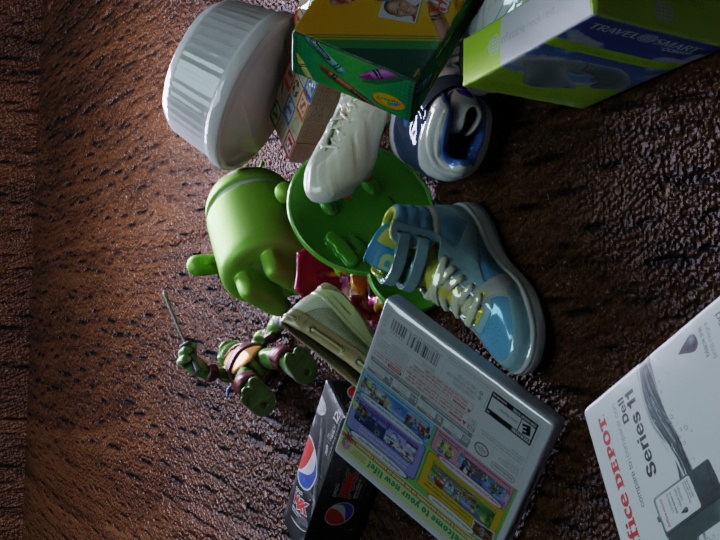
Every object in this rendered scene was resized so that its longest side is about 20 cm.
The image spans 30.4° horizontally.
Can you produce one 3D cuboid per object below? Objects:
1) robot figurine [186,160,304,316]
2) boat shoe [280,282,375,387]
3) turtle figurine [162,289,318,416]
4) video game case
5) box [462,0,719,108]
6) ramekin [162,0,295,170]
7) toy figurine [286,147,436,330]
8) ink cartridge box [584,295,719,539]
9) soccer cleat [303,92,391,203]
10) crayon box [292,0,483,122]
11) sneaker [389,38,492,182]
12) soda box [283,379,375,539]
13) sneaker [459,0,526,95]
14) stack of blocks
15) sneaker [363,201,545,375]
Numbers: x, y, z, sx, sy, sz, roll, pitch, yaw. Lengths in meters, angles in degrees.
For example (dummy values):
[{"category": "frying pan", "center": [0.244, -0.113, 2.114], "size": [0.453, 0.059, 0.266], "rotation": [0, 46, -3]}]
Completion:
[{"category": "robot figurine", "center": [-0.123, -0.042, 1.599], "size": [0.175, 0.115, 0.201], "rotation": [-40, 45, 23]}, {"category": "boat shoe", "center": [0.006, 0.104, 1.289], "size": [0.201, 0.063, 0.073], "rotation": [51, 161, 6]}, {"category": "turtle figurine", "center": [-0.146, 0.084, 1.612], "size": [0.194, 0.143, 0.201], "rotation": [27, 116, 58]}, {"category": "video game case", "center": [0.074, 0.149, 1.192], "size": [0.200, 0.022, 0.183], "rotation": [36, 124, 29]}, {"category": "box", "center": [0.176, -0.174, 0.980], "size": [0.200, 0.121, 0.048], "rotation": [161, 113, -63]}, {"category": "ramekin", "center": [-0.154, -0.228, 1.578], "size": [0.203, 0.094, 0.203], "rotation": [-59, -13, -22]}, {"category": "toy figurine", "center": [0.000, 0.000, 1.374], "size": [0.200, 0.150, 0.184], "rotation": [53, 155, 18]}, {"category": "ink cartridge box", "center": [0.244, 0.113, 0.861], "size": [0.200, 0.083, 0.147], "rotation": [126, 139, -50]}, {"category": "soccer cleat", "center": [-0.001, -0.151, 1.294], "size": [0.069, 0.200, 0.078], "rotation": [16, 147, 31]}, {"category": "crayon box", "center": [0.036, -0.238, 1.170], "size": [0.201, 0.118, 0.058], "rotation": [-60, -12, -29]}, {"category": "sneaker", "center": [0.084, -0.182, 1.216], "size": [0.146, 0.080, 0.201], "rotation": [-152, 64, -65]}, {"category": "soda box", "center": [-0.023, 0.213, 1.423], "size": [0.063, 0.070, 0.201], "rotation": [-120, 40, -50]}, {"category": "sneaker", "center": [0.143, -0.248, 1.137], "size": [0.080, 0.070, 0.202], "rotation": [8, 91, 40]}, {"category": "stack of blocks", "center": [-0.043, -0.235, 1.515], "size": [0.115, 0.058, 0.201], "rotation": [-113, 35, -41]}, {"category": "sneaker", "center": [0.074, 0.015, 1.169], "size": [0.080, 0.130, 0.200], "rotation": [-67, 33, 34]}]
